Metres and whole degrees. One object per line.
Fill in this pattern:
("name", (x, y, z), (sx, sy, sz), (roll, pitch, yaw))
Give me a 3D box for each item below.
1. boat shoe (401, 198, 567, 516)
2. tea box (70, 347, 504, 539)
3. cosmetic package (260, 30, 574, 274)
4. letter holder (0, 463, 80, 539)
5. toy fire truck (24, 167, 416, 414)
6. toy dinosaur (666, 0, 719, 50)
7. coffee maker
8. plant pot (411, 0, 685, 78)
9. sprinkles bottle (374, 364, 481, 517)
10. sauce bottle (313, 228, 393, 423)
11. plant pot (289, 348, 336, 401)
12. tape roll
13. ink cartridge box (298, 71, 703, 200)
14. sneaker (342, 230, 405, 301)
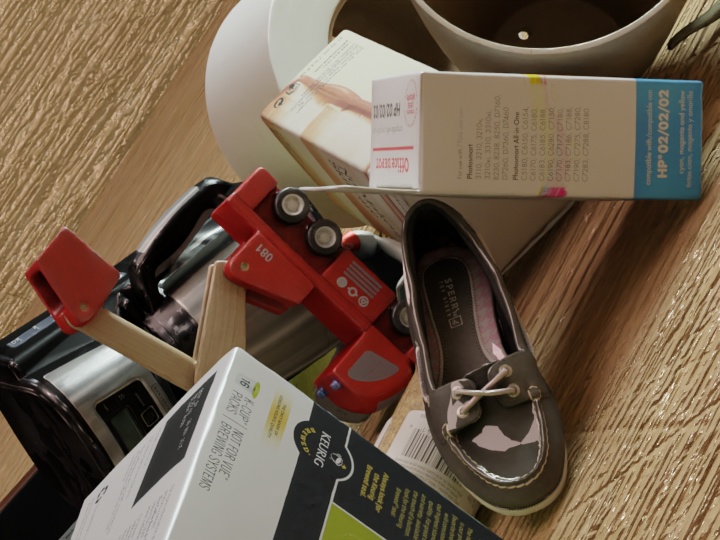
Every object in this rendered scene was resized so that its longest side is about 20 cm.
("boat shoe", (0.055, 0.042, 1.356), (0.067, 0.057, 0.200), (-23, 43, 6))
("tea box", (-0.036, 0.179, 1.164), (0.134, 0.197, 0.200), (-46, 14, 31))
("cosmetic package", (0.033, -0.072, 1.655), (0.087, 0.103, 0.200), (-46, 30, -8))
("letter holder", (-0.208, 0.199, 1.621), (0.200, 0.101, 0.142), (-50, 6, -29))
("toy fire truck", (-0.069, 0.023, 1.437), (0.141, 0.200, 0.049), (-47, 4, -18))
("toy dinosaur", (0.245, -0.221, 1.554), (0.200, 0.047, 0.088), (-59, -4, -8))
("coffee maker", (-0.113, 0.051, 1.547), (0.200, 0.135, 0.192), (-35, -4, -19))
("plant pot", (0.116, -0.170, 1.584), (0.187, 0.187, 0.200), (-58, -16, -16))
("sprinkles bottle", (0.023, 0.134, 1.377), (0.068, 0.068, 0.200), (-36, 22, 57))
("sauce bottle", (0.026, 0.011, 1.713), (0.066, 0.066, 0.200), (-39, 20, 51))
("plant pot", (-0.093, 0.057, 1.807), (0.200, 0.200, 0.184), (-43, 5, 44))
("tape roll", (0.002, -0.142, 1.900), (0.203, 0.203, 0.139), (-60, 13, -23))
("ink cartridge box", (0.074, -0.073, 1.427), (0.115, 0.200, 0.068), (-174, 85, -76))
("sneaker", (0.000, 0.000, 1.614), (0.070, 0.093, 0.200), (-53, 38, -11))
